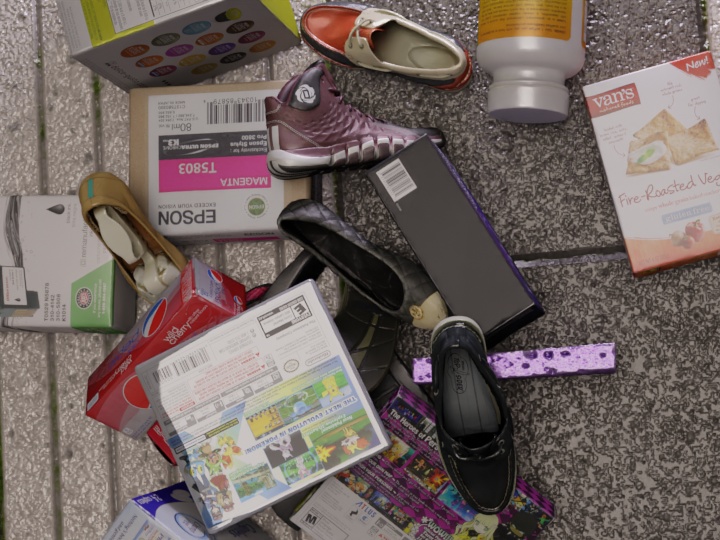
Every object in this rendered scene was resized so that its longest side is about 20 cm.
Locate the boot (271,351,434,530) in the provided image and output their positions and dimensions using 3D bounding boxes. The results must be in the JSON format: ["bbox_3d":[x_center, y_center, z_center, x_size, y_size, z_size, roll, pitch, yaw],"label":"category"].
[{"bbox_3d":[-0.001,0.200,1.499,0.200,0.066,0.165,-38,71,3],"label":"boot"}]

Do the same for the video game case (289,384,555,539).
[{"bbox_3d":[0.061,0.242,1.451,0.200,0.036,0.181,38,108,-4],"label":"video game case"}]

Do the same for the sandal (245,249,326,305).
[{"bbox_3d":[-0.106,0.041,1.537,0.045,0.075,0.200,37,85,17],"label":"sandal"}]

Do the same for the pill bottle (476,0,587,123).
[{"bbox_3d":[0.175,-0.256,1.487,0.111,0.111,0.200,3,85,11],"label":"pill bottle"}]

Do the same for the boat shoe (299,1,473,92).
[{"bbox_3d":[0.024,-0.241,1.541,0.200,0.063,0.071,22,91,13],"label":"boat shoe"}]

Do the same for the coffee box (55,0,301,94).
[{"bbox_3d":[-0.200,-0.320,1.519,0.198,0.200,0.200,-18,80,10],"label":"coffee box"}]

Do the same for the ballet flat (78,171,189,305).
[{"bbox_3d":[-0.228,-0.012,1.501,0.069,0.063,0.200,-29,121,13],"label":"ballet flat"}]

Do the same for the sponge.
[{"bbox_3d":[0.155,0.094,1.457,0.200,0.112,0.030,-4,85,10],"label":"sponge"}]

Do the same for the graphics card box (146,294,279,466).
[{"bbox_3d":[-0.118,0.117,1.500,0.200,0.125,0.051,-45,73,5],"label":"graphics card box"}]

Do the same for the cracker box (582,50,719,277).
[{"bbox_3d":[0.315,-0.106,1.473,0.134,0.058,0.200,-16,81,9],"label":"cracker box"}]

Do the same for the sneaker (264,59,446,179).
[{"bbox_3d":[-0.008,-0.163,1.493,0.200,0.076,0.116,-9,85,-27],"label":"sneaker"}]

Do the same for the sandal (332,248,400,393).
[{"bbox_3d":[0.002,0.064,1.489,0.080,0.057,0.201,21,51,5],"label":"sandal"}]

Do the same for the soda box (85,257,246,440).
[{"bbox_3d":[-0.201,0.084,1.506,0.070,0.063,0.200,31,118,-26],"label":"soda box"}]

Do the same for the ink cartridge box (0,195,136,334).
[{"bbox_3d":[-0.348,-0.006,1.577,0.200,0.084,0.146,0,84,10],"label":"ink cartridge box"}]

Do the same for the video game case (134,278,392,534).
[{"bbox_3d":[-0.096,0.133,1.421,0.200,0.022,0.182,-27,82,6],"label":"video game case"}]

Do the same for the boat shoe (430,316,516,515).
[{"bbox_3d":[0.107,0.146,1.367,0.074,0.066,0.200,-6,103,3],"label":"boat shoe"}]

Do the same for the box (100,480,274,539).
[{"bbox_3d":[-0.149,0.314,1.453,0.200,0.184,0.105,36,97,11],"label":"box"}]

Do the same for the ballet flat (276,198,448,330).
[{"bbox_3d":[0.000,0.000,1.451,0.200,0.057,0.066,35,126,11],"label":"ballet flat"}]

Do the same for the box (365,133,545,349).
[{"bbox_3d":[0.098,-0.025,1.465,0.079,0.141,0.200,-32,80,4],"label":"box"}]

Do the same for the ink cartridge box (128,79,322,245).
[{"bbox_3d":[-0.144,-0.114,1.554,0.200,0.075,0.165,-3,83,10],"label":"ink cartridge box"}]
